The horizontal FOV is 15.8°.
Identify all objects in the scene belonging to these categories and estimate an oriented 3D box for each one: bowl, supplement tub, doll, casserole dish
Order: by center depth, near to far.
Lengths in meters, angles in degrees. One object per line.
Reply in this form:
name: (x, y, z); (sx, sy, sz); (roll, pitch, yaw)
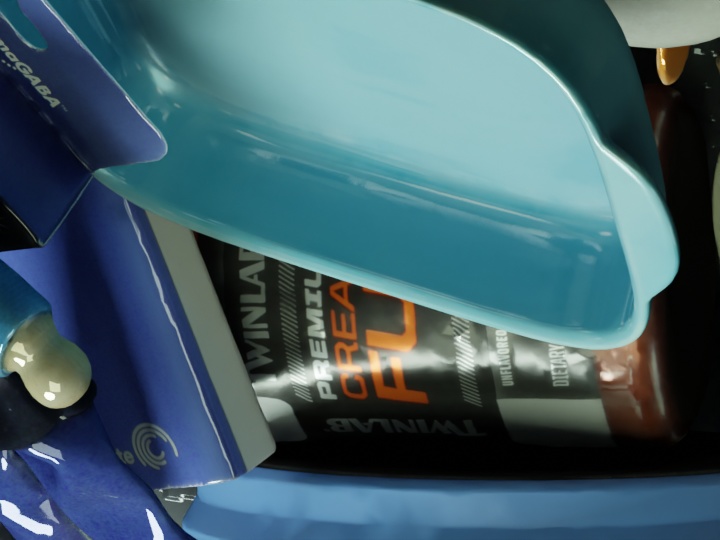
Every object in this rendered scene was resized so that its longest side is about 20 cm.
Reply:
casserole dish: (-0.008, -0.046, 0.611); (0.199, 0.039, 0.121); (17, 149, 29)
doll: (-0.104, 0.025, 0.659); (0.136, 0.049, 0.200); (6, 141, 45)
supplement tub: (0.000, 0.000, 0.767); (0.199, 0.107, 0.107); (-1, 130, 17)
bowl: (0.045, 0.072, 0.787); (0.199, 0.201, 0.040); (0, 91, 8)

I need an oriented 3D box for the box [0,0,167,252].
box: (-0.150, -0.051, 0.671); (0.199, 0.032, 0.121); (-8, 131, 47)

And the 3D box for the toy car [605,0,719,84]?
toy car: (0.073, -0.133, 0.649); (0.183, 0.178, 0.200); (7, 161, 20)

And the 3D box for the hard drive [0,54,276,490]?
hard drive: (-0.111, -0.031, 0.729); (0.131, 0.025, 0.201); (-9, 107, 41)

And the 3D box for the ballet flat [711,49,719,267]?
ballet flat: (0.136, 0.004, 0.777); (0.067, 0.068, 0.201); (-30, 124, -24)

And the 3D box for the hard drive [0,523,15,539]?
hard drive: (-0.083, 0.121, 0.832); (0.200, 0.132, 0.027); (38, 95, 3)
